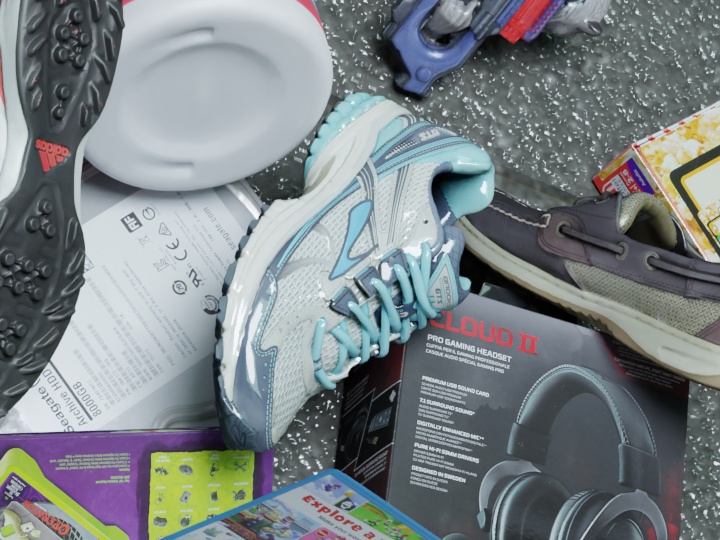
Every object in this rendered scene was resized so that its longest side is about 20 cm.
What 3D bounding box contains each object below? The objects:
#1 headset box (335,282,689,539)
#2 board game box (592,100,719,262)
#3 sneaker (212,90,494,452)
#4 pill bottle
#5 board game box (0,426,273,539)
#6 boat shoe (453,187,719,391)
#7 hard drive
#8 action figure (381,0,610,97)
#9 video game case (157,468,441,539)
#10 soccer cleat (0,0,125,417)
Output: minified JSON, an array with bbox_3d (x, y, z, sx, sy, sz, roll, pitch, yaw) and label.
[{"bbox_3d":[0.067,0.104,1.081,0.148,0.077,0.201,17,64,-18],"label":"headset box"},{"bbox_3d":[0.234,-0.001,1.222,0.151,0.046,0.201,-27,82,-31],"label":"board game box"},{"bbox_3d":[0.000,0.000,1.015,0.086,0.078,0.200,16,50,14],"label":"sneaker"},{"bbox_3d":[-0.090,-0.146,1.071,0.119,0.120,0.201,3,48,-24],"label":"pill bottle"},{"bbox_3d":[-0.124,0.125,0.964,0.199,0.032,0.121,2,87,-37],"label":"board game box"},{"bbox_3d":[0.124,-0.005,1.099,0.072,0.200,0.065,11,104,-43],"label":"boat shoe"},{"bbox_3d":[-0.115,0.026,1.052,0.200,0.038,0.140,-34,85,-31],"label":"hard drive"},{"bbox_3d":[0.063,-0.198,1.177,0.193,0.200,0.105,45,20,-10],"label":"action figure"},{"bbox_3d":[-0.043,0.145,0.924,0.199,0.018,0.143,-20,34,-35],"label":"video game case"},{"bbox_3d":[-0.150,-0.034,0.959,0.068,0.073,0.201,17,81,-43],"label":"soccer cleat"}]
